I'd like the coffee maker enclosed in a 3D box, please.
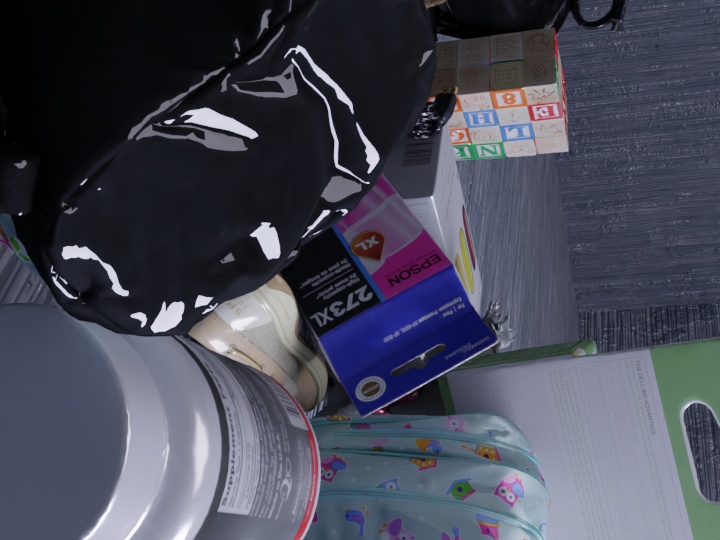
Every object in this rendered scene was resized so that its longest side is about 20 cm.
[{"bbox_3d":[0.115,-0.293,1.023,0.200,0.191,0.135,54,34,-60],"label":"coffee maker"}]

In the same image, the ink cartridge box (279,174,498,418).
[{"bbox_3d":[0.000,0.000,0.772,0.200,0.094,0.037,56,-7,47],"label":"ink cartridge box"}]

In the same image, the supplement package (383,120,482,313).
[{"bbox_3d":[0.035,-0.019,1.053,0.114,0.109,0.200,-79,159,-45],"label":"supplement package"}]

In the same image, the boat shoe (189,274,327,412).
[{"bbox_3d":[-0.069,0.053,0.740,0.065,0.072,0.200,-49,161,-17],"label":"boat shoe"}]

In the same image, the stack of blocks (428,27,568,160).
[{"bbox_3d":[0.083,-0.152,1.101,0.115,0.199,0.059,60,29,-62],"label":"stack of blocks"}]

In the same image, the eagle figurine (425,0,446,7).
[{"bbox_3d":[0.006,-0.188,0.871,0.200,0.151,0.151,-56,177,-7],"label":"eagle figurine"}]

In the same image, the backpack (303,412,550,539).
[{"bbox_3d":[0.017,0.160,0.754,0.167,0.199,0.127,58,31,-59],"label":"backpack"}]

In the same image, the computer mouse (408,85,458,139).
[{"bbox_3d":[0.025,-0.192,1.019,0.200,0.140,0.046,-77,-166,-50],"label":"computer mouse"}]

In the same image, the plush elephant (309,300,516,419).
[{"bbox_3d":[0.022,0.092,0.927,0.165,0.154,0.200,69,28,-19],"label":"plush elephant"}]

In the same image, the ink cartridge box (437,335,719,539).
[{"bbox_3d":[0.159,0.118,0.789,0.048,0.199,0.146,-22,99,-59],"label":"ink cartridge box"}]

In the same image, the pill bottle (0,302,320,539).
[{"bbox_3d":[-0.097,0.081,0.510,0.200,0.113,0.114,39,48,-70],"label":"pill bottle"}]

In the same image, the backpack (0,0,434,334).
[{"bbox_3d":[-0.092,-0.070,0.415,0.167,0.200,0.127,-38,137,-26],"label":"backpack"}]
